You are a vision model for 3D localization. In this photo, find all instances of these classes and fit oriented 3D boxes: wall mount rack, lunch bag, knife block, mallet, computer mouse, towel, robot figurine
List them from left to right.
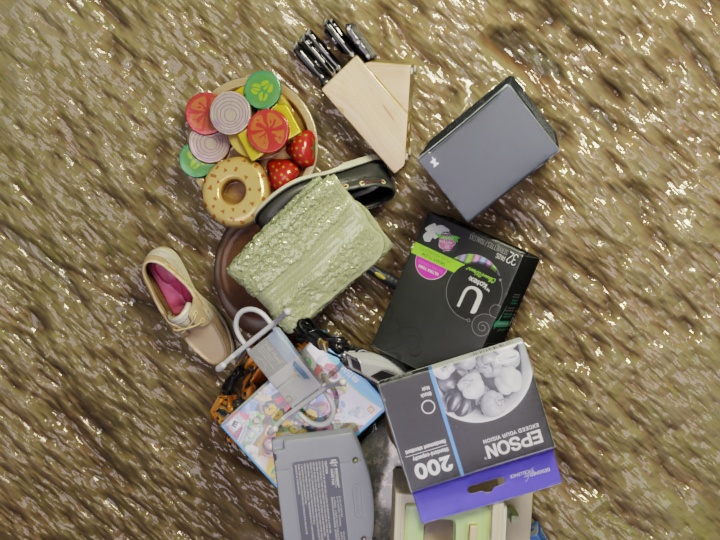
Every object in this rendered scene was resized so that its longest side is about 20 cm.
[{"bbox_3d":[-0.146,0.171,1.637,0.145,0.058,0.200,42,101,38],"label":"robot figurine"},{"bbox_3d":[-0.098,0.129,1.502,0.174,0.075,0.200,-38,91,33],"label":"wall mount rack"},{"bbox_3d":[-0.069,-0.021,1.518,0.200,0.037,0.148,-41,107,7],"label":"towel"},{"bbox_3d":[-0.014,-0.243,1.545,0.174,0.064,0.201,5,104,8],"label":"knife block"},{"bbox_3d":[0.000,0.000,1.615,0.200,0.041,0.066,38,104,-5],"label":"mallet"},{"bbox_3d":[0.009,0.122,1.516,0.200,0.109,0.044,33,81,-28],"label":"computer mouse"},{"bbox_3d":[0.050,0.323,1.637,0.164,0.118,0.200,-44,98,12],"label":"lunch bag"}]

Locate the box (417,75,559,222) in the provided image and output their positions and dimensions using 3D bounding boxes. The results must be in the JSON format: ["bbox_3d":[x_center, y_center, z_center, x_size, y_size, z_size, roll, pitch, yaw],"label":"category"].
[{"bbox_3d":[0.170,-0.164,1.465,0.148,0.200,0.107,-38,95,15],"label":"box"}]

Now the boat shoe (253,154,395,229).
[{"bbox_3d":[-0.049,-0.096,1.544,0.200,0.074,0.063,-21,63,-12],"label":"boat shoe"}]

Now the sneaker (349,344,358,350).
[{"bbox_3d":[-0.052,0.203,1.650,0.070,0.098,0.201,22,82,2],"label":"sneaker"}]

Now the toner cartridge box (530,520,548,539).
[{"bbox_3d":[0.200,0.464,1.684,0.199,0.043,0.095,-29,98,13],"label":"toner cartridge box"}]

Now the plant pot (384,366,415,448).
[{"bbox_3d":[0.132,0.193,1.571,0.199,0.201,0.028,3,148,8],"label":"plant pot"}]

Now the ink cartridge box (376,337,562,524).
[{"bbox_3d":[0.142,0.211,1.439,0.197,0.043,0.201,-18,93,3],"label":"ink cartridge box"}]

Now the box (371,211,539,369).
[{"bbox_3d":[0.131,0.043,1.527,0.148,0.124,0.201,26,97,19],"label":"box"}]

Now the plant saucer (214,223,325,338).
[{"bbox_3d":[-0.131,-0.003,1.595,0.199,0.037,0.202,-2,86,24],"label":"plant saucer"}]

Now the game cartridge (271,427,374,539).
[{"bbox_3d":[-0.048,0.320,1.562,0.132,0.041,0.201,-5,102,1],"label":"game cartridge"}]

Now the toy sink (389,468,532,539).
[{"bbox_3d":[0.141,0.350,1.524,0.199,0.112,0.131,2,99,-1],"label":"toy sink"}]

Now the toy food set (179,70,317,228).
[{"bbox_3d":[-0.159,-0.176,1.576,0.199,0.049,0.199,-30,87,11],"label":"toy food set"}]

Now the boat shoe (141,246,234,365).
[{"bbox_3d":[-0.260,0.060,1.648,0.074,0.069,0.200,-34,96,14],"label":"boat shoe"}]

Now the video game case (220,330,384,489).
[{"bbox_3d":[-0.078,0.203,1.575,0.200,0.018,0.143,-42,90,5],"label":"video game case"}]
